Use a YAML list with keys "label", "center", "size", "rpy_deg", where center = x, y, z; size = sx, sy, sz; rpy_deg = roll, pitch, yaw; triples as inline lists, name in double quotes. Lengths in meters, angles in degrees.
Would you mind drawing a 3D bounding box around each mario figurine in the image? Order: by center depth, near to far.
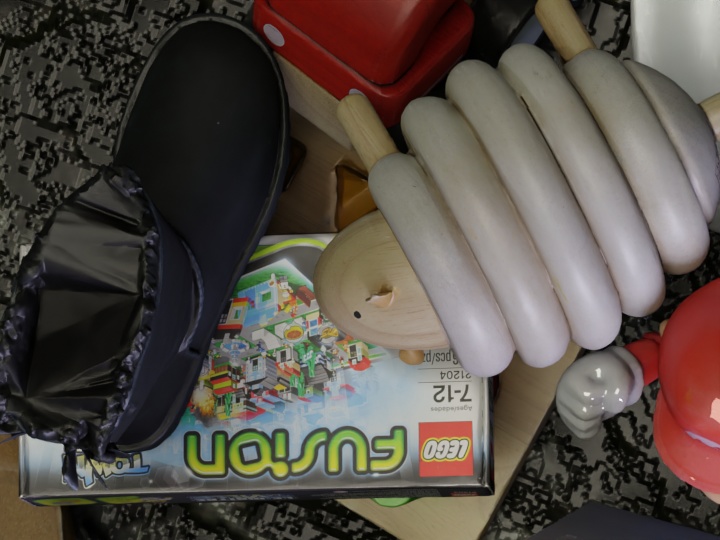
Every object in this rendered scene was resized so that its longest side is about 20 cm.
- label: "mario figurine"
  center: [0.156, 0.061, 1.239]
  size: [0.123, 0.200, 0.107]
  rpy_deg: [-27, 84, 12]

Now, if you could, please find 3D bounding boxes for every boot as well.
- label: "boot"
  center: [-0.086, -0.014, 1.177]
  size: [0.073, 0.162, 0.200]
  rpy_deg: [17, 87, 8]

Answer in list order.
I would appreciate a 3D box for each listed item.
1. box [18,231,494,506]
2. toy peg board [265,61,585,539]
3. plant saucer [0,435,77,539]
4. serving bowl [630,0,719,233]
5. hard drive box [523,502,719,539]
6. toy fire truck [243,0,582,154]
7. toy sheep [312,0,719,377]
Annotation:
- label: "box"
  center: [-0.043, 0.041, 1.270]
  size: [0.198, 0.035, 0.111]
  rpy_deg: [-2, 79, 6]
- label: "toy peg board"
  center: [0.000, 0.000, 1.328]
  size: [0.199, 0.098, 0.200]
  rpy_deg: [30, 97, 11]
- label: "plant saucer"
  center: [-0.184, 0.159, 1.362]
  size: [0.200, 0.035, 0.202]
  rpy_deg: [-22, 59, 42]
- label: "serving bowl"
  center: [0.181, -0.115, 1.254]
  size: [0.065, 0.200, 0.202]
  rpy_deg: [0, 90, -19]
- label: "hard drive box"
  center: [0.098, 0.187, 1.254]
  size: [0.076, 0.200, 0.157]
  rpy_deg: [12, 94, 12]
- label: "toy fire truck"
  center: [0.053, -0.151, 1.239]
  size: [0.128, 0.200, 0.176]
  rpy_deg: [38, 63, 14]
- label: "toy sheep"
  center: [0.072, -0.031, 1.194]
  size: [0.199, 0.138, 0.138]
  rpy_deg: [-30, 84, 2]
